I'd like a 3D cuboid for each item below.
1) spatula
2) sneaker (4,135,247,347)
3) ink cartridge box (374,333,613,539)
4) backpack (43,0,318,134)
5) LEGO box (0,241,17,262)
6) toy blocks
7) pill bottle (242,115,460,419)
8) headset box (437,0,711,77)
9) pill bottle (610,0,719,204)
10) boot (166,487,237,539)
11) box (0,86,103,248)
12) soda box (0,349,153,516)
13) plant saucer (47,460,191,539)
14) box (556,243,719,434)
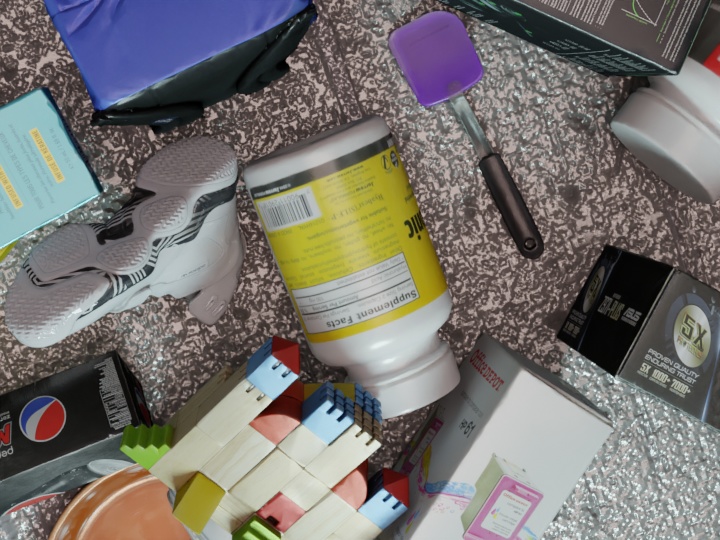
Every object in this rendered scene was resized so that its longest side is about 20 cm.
[{"bbox_3d":[0.088,-0.098,1.055,0.056,0.021,0.201,-27,101,10],"label":"spatula"},{"bbox_3d":[-0.150,0.006,0.979,0.200,0.075,0.115,-45,142,-28],"label":"sneaker"},{"bbox_3d":[0.081,0.156,1.022,0.084,0.145,0.200,34,92,-9],"label":"ink cartridge box"},{"bbox_3d":[-0.118,-0.185,0.936,0.162,0.200,0.169,-21,89,-1],"label":"backpack"},{"bbox_3d":[-0.327,-0.033,0.990,0.149,0.077,0.200,38,91,-10],"label":"LEGO box"},{"bbox_3d":[-0.043,0.126,0.974,0.200,0.100,0.137,41,110,-18],"label":"toy blocks"},{"bbox_3d":[0.000,0.000,1.013,0.111,0.111,0.201,-21,99,-3],"label":"pill bottle"},{"bbox_3d":[0.122,-0.213,0.970,0.199,0.174,0.093,22,95,-7],"label":"headset box"},{"bbox_3d":[0.281,-0.154,1.024,0.114,0.114,0.200,39,91,-9],"label":"pill bottle"},{"bbox_3d":[-0.096,0.239,1.021,0.095,0.074,0.200,-39,92,8],"label":"boot"},{"bbox_3d":[-0.276,-0.040,0.930,0.199,0.049,0.083,-29,100,-4],"label":"box"},{"bbox_3d":[-0.250,0.131,1.012,0.199,0.071,0.064,-21,65,-3],"label":"soda box"},{"bbox_3d":[-0.139,0.232,1.065,0.199,0.032,0.202,-1,96,-7],"label":"plant saucer"},{"bbox_3d":[0.264,0.070,1.024,0.199,0.164,0.086,28,93,-8],"label":"box"}]
